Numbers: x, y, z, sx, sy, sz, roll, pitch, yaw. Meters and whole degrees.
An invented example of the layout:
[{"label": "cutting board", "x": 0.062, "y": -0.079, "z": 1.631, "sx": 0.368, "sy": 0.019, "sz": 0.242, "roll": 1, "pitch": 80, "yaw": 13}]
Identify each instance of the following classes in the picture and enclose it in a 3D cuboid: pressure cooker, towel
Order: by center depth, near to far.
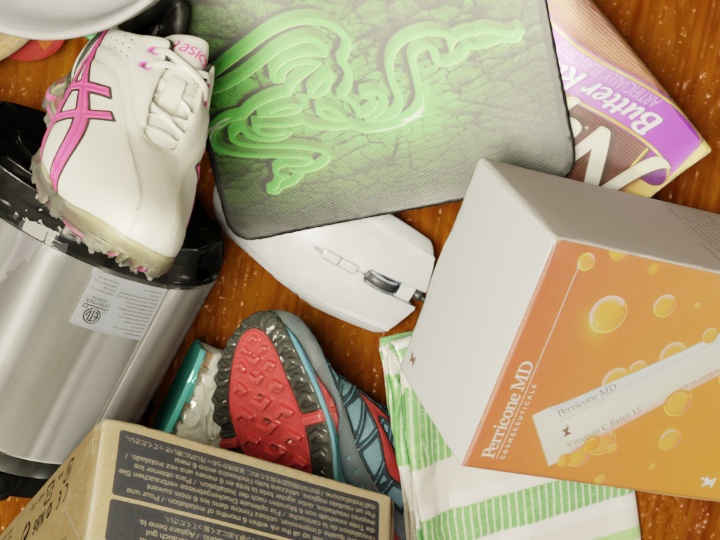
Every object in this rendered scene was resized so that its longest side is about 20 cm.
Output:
[{"label": "pressure cooker", "x": -0.190, "y": 0.028, "z": 0.734, "sx": 0.175, "sy": 0.179, "sz": 0.200, "roll": 28, "pitch": 104, "yaw": -2}, {"label": "towel", "x": 0.091, "y": 0.119, "z": 0.761, "sx": 0.152, "sy": 0.023, "sz": 0.201, "roll": -13, "pitch": 102, "yaw": -21}]

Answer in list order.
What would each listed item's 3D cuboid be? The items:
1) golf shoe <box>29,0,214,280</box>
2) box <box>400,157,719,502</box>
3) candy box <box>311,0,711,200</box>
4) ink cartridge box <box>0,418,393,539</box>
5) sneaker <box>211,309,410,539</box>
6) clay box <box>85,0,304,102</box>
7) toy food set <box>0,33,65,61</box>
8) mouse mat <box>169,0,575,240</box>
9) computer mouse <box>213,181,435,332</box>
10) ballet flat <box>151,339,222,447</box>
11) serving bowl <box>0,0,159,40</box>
[{"label": "golf shoe", "x": -0.109, "y": -0.074, "z": 0.648, "sx": 0.072, "sy": 0.200, "sz": 0.092, "roll": 28, "pitch": 112, "yaw": -29}, {"label": "box", "x": 0.141, "y": 0.035, "z": 0.685, "sx": 0.199, "sy": 0.098, "sz": 0.125, "roll": 11, "pitch": 112, "yaw": -23}, {"label": "candy box", "x": 0.081, "y": -0.108, "z": 0.729, "sx": 0.117, "sy": 0.056, "sz": 0.200, "roll": -38, "pitch": 94, "yaw": 15}, {"label": "ink cartridge box", "x": -0.101, "y": 0.168, "z": 0.706, "sx": 0.164, "sy": 0.075, "sz": 0.200, "roll": 20, "pitch": 139, "yaw": -23}, {"label": "sneaker", "x": -0.015, "y": 0.103, "z": 0.774, "sx": 0.079, "sy": 0.096, "sz": 0.201, "roll": -9, "pitch": 113, "yaw": 34}, {"label": "clay box", "x": -0.070, "y": -0.185, "z": 0.736, "sx": 0.115, "sy": 0.048, "sz": 0.200, "roll": 34, "pitch": 104, "yaw": 0}, {"label": "toy food set", "x": -0.245, "y": -0.202, "z": 0.757, "sx": 0.197, "sy": 0.049, "sz": 0.201, "roll": 24, "pitch": 104, "yaw": 2}, {"label": "mouse mat", "x": 0.003, "y": -0.107, "z": 0.710, "sx": 0.199, "sy": 0.008, "sz": 0.162, "roll": -10, "pitch": 104, "yaw": 16}, {"label": "computer mouse", "x": 0.000, "y": 0.000, "z": 0.771, "sx": 0.200, "sy": 0.044, "sz": 0.110, "roll": 31, "pitch": 106, "yaw": 0}, {"label": "ballet flat", "x": -0.112, "y": 0.130, "z": 0.811, "sx": 0.072, "sy": 0.072, "sz": 0.200, "roll": 31, "pitch": 110, "yaw": 0}, {"label": "serving bowl", "x": -0.146, "y": -0.218, "z": 0.674, "sx": 0.199, "sy": 0.066, "sz": 0.201, "roll": 4, "pitch": 103, "yaw": 17}]
